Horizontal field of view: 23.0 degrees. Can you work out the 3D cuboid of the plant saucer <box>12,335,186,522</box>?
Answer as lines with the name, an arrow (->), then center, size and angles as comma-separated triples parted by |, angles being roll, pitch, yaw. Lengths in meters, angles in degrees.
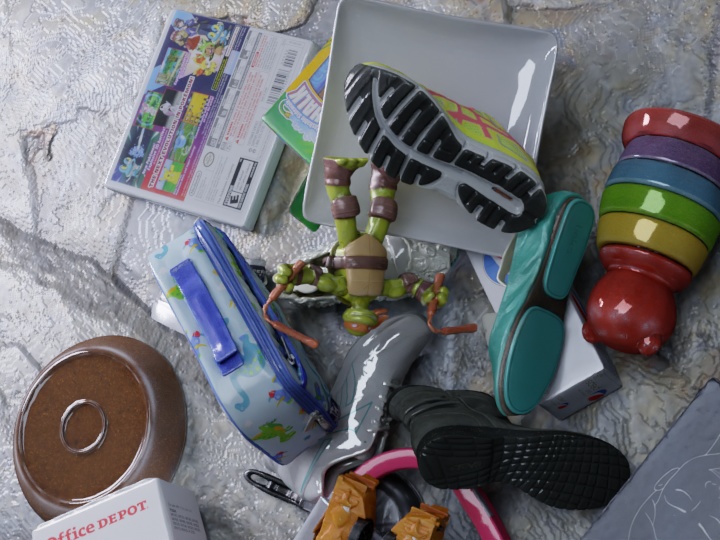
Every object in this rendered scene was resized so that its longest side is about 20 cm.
plant saucer -> -0.264, 0.157, 1.734 | 0.198, 0.034, 0.203 | -7, 71, 22

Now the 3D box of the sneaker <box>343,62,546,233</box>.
sneaker -> 0.071, -0.112, 1.497 | 0.199, 0.091, 0.078 | 37, 119, -10

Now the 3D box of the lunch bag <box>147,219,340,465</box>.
lunch bag -> -0.102, 0.062, 1.537 | 0.082, 0.161, 0.201 | -33, 59, 2

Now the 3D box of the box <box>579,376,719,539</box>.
box -> 0.300, 0.230, 1.398 | 0.200, 0.124, 0.197 | 41, 91, 29

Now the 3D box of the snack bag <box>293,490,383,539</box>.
snack bag -> -0.006, 0.325, 1.524 | 0.200, 0.021, 0.189 | 41, 109, 20

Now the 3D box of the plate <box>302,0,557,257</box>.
plate -> 0.061, -0.125, 1.555 | 0.197, 0.032, 0.202 | 10, 91, 1

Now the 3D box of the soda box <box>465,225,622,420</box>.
soda box -> 0.155, 0.026, 1.567 | 0.068, 0.064, 0.201 | -30, 63, 12

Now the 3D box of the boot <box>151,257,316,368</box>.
boot -> -0.110, 0.035, 1.678 | 0.199, 0.073, 0.097 | 23, 91, 30

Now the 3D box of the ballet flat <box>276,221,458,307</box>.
ballet flat -> 0.000, 0.000, 1.616 | 0.199, 0.071, 0.073 | -17, 65, 39

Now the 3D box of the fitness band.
fitness band -> 0.059, 0.250, 1.534 | 0.143, 0.037, 0.201 | -33, 76, 13

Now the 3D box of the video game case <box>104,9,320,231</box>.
video game case -> -0.151, -0.155, 1.791 | 0.181, 0.023, 0.202 | 16, 82, 28

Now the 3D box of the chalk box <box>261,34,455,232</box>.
chalk box -> 0.002, -0.128, 1.653 | 0.200, 0.124, 0.124 | -47, 61, 2

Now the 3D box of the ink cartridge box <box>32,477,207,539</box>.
ink cartridge box -> -0.205, 0.312, 1.623 | 0.144, 0.084, 0.202 | -24, 67, 16

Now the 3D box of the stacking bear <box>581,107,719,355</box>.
stacking bear -> 0.250, -0.025, 1.505 | 0.120, 0.114, 0.202 | 12, 76, 27

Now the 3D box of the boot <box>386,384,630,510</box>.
boot -> 0.127, 0.140, 1.527 | 0.131, 0.198, 0.068 | -114, 35, -66

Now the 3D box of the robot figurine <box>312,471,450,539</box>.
robot figurine -> 0.003, 0.280, 1.475 | 0.144, 0.058, 0.202 | 21, 101, 24

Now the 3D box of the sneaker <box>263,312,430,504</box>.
sneaker -> 0.004, 0.127, 1.597 | 0.201, 0.070, 0.080 | -50, 56, 4

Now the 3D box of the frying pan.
frying pan -> -0.018, 0.209, 1.608 | 0.115, 0.031, 0.190 | -46, 64, 4

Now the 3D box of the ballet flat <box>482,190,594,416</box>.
ballet flat -> 0.143, 0.028, 1.508 | 0.070, 0.067, 0.202 | 6, 74, 50

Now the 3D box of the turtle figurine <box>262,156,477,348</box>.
turtle figurine -> 0.010, -0.012, 1.513 | 0.064, 0.198, 0.164 | 180, 94, -70
